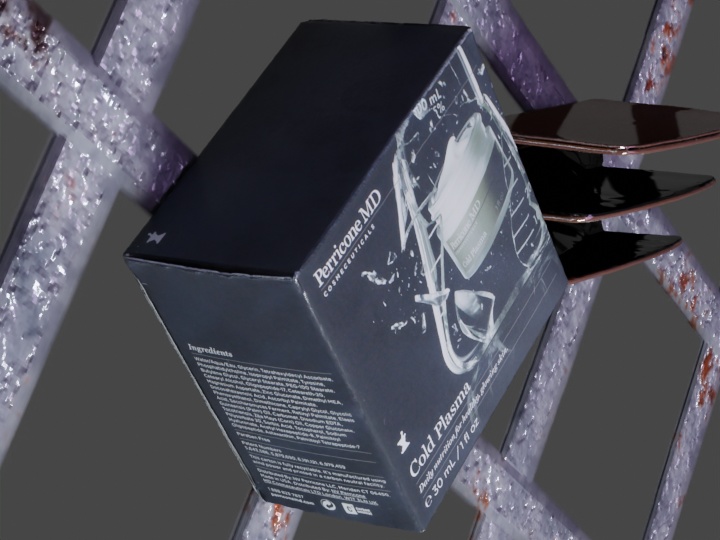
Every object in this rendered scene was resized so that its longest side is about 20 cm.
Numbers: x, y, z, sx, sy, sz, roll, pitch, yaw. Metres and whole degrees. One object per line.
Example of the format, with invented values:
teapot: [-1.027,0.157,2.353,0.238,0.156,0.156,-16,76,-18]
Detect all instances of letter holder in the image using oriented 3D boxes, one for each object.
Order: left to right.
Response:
letter holder: [0.166,-0.051,1.295,0.200,0.142,0.101,-16,109,-54]

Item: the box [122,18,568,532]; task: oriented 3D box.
box: [0.000,0.000,1.085,0.200,0.123,0.197,-56,136,-33]
